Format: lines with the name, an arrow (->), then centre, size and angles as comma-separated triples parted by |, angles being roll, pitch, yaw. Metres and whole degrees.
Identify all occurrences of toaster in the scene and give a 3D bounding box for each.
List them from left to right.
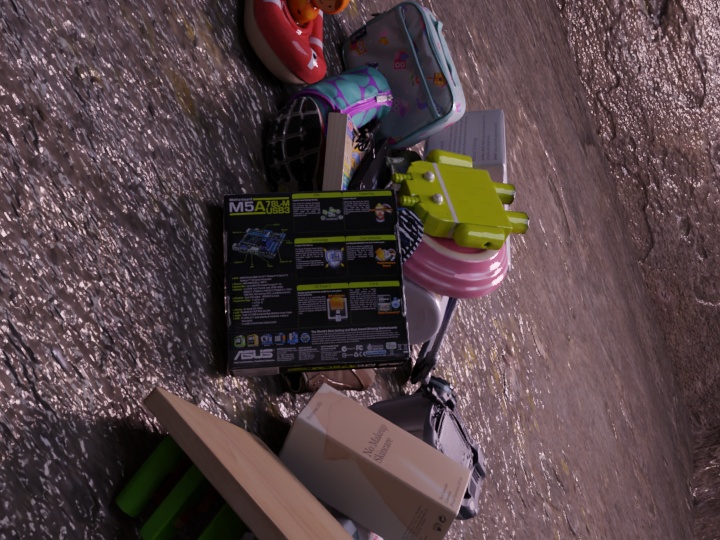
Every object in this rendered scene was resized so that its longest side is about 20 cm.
toaster -> 0.075, 0.242, 1.068 | 0.202, 0.127, 0.115 | 60, 32, -29

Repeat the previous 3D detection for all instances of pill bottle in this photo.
pill bottle -> 0.081, 0.000, 1.192 | 0.121, 0.118, 0.201 | 60, 32, -27

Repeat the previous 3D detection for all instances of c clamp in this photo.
c clamp -> 0.120, 0.089, 1.196 | 0.027, 0.172, 0.202 | 25, 58, 0

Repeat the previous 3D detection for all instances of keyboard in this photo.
keyboard -> 0.011, -0.135, 1.058 | 0.201, 0.020, 0.130 | -67, 160, -64

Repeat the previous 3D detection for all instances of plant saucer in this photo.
plant saucer -> 0.122, -0.051, 1.135 | 0.196, 0.051, 0.203 | 13, 43, -12

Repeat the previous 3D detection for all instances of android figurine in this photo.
android figurine -> 0.135, -0.098, 1.123 | 0.196, 0.041, 0.184 | 8, 44, -21

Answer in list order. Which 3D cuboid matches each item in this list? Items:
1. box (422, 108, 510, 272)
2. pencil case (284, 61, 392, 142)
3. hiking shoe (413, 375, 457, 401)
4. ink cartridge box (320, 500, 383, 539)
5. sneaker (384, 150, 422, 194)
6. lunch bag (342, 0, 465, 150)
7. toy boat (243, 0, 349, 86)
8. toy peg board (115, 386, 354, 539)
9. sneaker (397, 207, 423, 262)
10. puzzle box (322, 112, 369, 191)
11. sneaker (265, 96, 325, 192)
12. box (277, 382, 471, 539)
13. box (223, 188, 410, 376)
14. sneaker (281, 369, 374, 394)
box -> 0.177, -0.130, 1.332 | 0.202, 0.128, 0.202 | -77, 161, -53
pencil case -> -0.025, -0.229, 1.124 | 0.200, 0.091, 0.087 | -43, 133, -56
hiking shoe -> 0.116, 0.257, 1.219 | 0.086, 0.074, 0.203 | -39, 117, -32
ink cartridge box -> -0.043, 0.351, 0.856 | 0.199, 0.083, 0.149 | -24, 100, -61
sneaker -> 0.045, -0.148, 1.238 | 0.091, 0.066, 0.202 | 64, 34, -32
lunch bag -> 0.068, -0.300, 1.236 | 0.077, 0.158, 0.204 | -16, 83, -60
toy boat -> -0.070, -0.344, 1.050 | 0.130, 0.129, 0.204 | 29, 53, -52
toy peg board -> -0.108, 0.227, 0.723 | 0.098, 0.199, 0.199 | -48, 148, -5
sneaker -> 0.000, 0.000, 1.046 | 0.066, 0.078, 0.200 | 46, 80, -14
puzzle box -> -0.017, -0.112, 1.038 | 0.200, 0.025, 0.136 | 21, 73, -81
sneaker -> -0.070, -0.115, 1.031 | 0.085, 0.075, 0.205 | -2, 90, -72
box -> 0.014, 0.221, 0.894 | 0.197, 0.079, 0.095 | 29, 24, 7
box -> -0.050, 0.010, 0.887 | 0.048, 0.195, 0.197 | 107, -21, -71
sneaker -> -0.059, 0.117, 0.964 | 0.199, 0.070, 0.077 | 38, 63, -42
